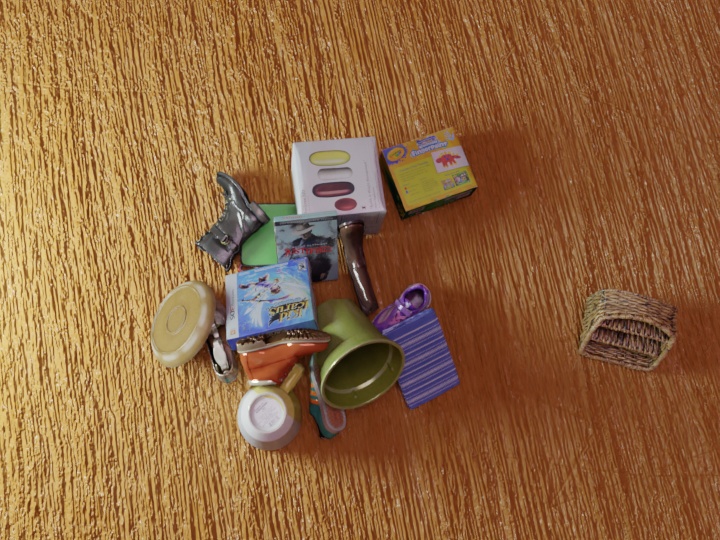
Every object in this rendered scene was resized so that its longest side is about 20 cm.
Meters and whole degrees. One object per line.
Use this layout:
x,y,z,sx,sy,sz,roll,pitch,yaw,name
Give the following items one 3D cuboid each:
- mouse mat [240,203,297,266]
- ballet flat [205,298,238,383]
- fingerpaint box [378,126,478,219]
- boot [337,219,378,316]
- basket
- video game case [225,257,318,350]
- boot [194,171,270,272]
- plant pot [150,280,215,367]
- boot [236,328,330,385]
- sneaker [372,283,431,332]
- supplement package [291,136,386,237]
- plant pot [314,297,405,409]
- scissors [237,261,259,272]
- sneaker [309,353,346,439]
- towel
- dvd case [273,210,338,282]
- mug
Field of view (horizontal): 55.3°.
-0.191,-0.087,1.656,0.196,0.008,0.164,-1,72,-5,mouse mat
-0.312,0.145,1.503,0.067,0.067,0.203,-22,77,-2,ballet flat
0.165,-0.241,1.703,0.197,0.073,0.169,-20,80,-11,fingerpaint box
0.000,0.000,1.571,0.063,0.187,0.204,-13,76,0,boot
0.638,0.142,1.625,0.196,0.143,0.152,16,74,-2,basket
-0.200,0.070,1.523,0.196,0.046,0.183,-13,50,2,video game case
-0.326,-0.119,1.625,0.174,0.069,0.200,-44,72,-3,boot
-0.399,0.112,1.516,0.197,0.027,0.203,-19,56,30,plant pot
-0.152,0.182,1.430,0.196,0.075,0.109,-10,98,6,boot
0.094,0.102,1.605,0.080,0.089,0.200,42,77,4,sneaker
-0.056,-0.192,1.624,0.196,0.147,0.195,-6,73,-9,supplement package
-0.029,0.166,1.514,0.198,0.202,0.185,-24,46,-11,plant pot
-0.207,0.045,1.624,0.197,0.014,0.074,24,73,2,scissors
-0.089,0.282,1.552,0.070,0.080,0.203,11,50,-32,sneaker
0.138,0.203,1.586,0.143,0.024,0.203,-24,104,-13,towel
-0.122,-0.048,1.571,0.143,0.202,0.022,-6,44,-8,dvd case
-0.199,0.294,1.494,0.146,0.153,0.191,3,76,-4,mug
